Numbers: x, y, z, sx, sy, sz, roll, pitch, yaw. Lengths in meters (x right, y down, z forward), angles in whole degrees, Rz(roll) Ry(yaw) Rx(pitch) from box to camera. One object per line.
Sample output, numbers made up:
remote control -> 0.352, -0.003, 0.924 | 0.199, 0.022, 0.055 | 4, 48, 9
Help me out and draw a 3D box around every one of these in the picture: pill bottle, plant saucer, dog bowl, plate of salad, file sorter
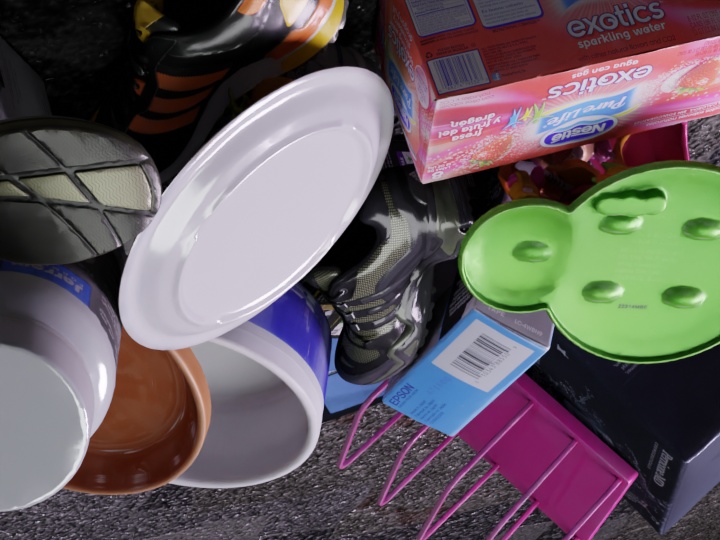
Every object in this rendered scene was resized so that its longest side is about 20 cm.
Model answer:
pill bottle -> -0.185, 0.036, 0.867 | 0.113, 0.200, 0.115 | -2, 114, -5
plant saucer -> -0.191, 0.067, 1.050 | 0.199, 0.032, 0.201 | 10, 134, 10
dog bowl -> -0.121, 0.067, 1.127 | 0.198, 0.079, 0.201 | 6, 142, 5
plate of salad -> -0.061, -0.038, 0.907 | 0.200, 0.048, 0.200 | -38, 157, -20
file sorter -> 0.095, 0.165, 1.321 | 0.125, 0.200, 0.139 | -41, 164, -28

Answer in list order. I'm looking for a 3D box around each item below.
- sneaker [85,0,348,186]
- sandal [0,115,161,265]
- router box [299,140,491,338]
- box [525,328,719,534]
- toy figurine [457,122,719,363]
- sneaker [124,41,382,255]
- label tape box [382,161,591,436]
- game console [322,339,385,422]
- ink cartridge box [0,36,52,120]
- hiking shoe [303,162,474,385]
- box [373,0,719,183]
sneaker -> -0.105, -0.116, 0.878 | 0.200, 0.070, 0.090 | -35, 145, 23
sandal -> -0.198, -0.046, 0.808 | 0.199, 0.058, 0.080 | -4, 125, 6
router box -> -0.021, -0.018, 1.146 | 0.148, 0.051, 0.200 | 0, 149, -30
box -> 0.221, 0.080, 1.306 | 0.117, 0.200, 0.197 | -40, 158, -13
toy figurine -> 0.151, -0.057, 1.044 | 0.198, 0.185, 0.151 | 2, 127, -7
sneaker -> -0.086, -0.083, 0.969 | 0.199, 0.075, 0.082 | -35, 137, 19
label tape box -> 0.093, -0.003, 1.149 | 0.066, 0.201, 0.143 | 25, 143, -11
game console -> 0.011, 0.069, 1.375 | 0.199, 0.031, 0.177 | -20, 156, 3
ink cartridge box -> -0.248, -0.094, 0.818 | 0.115, 0.067, 0.200 | -22, 155, 9
hiking shoe -> 0.000, 0.000, 1.068 | 0.100, 0.076, 0.201 | 3, 135, -19
box -> 0.116, -0.136, 0.941 | 0.199, 0.103, 0.095 | -15, 156, -11
